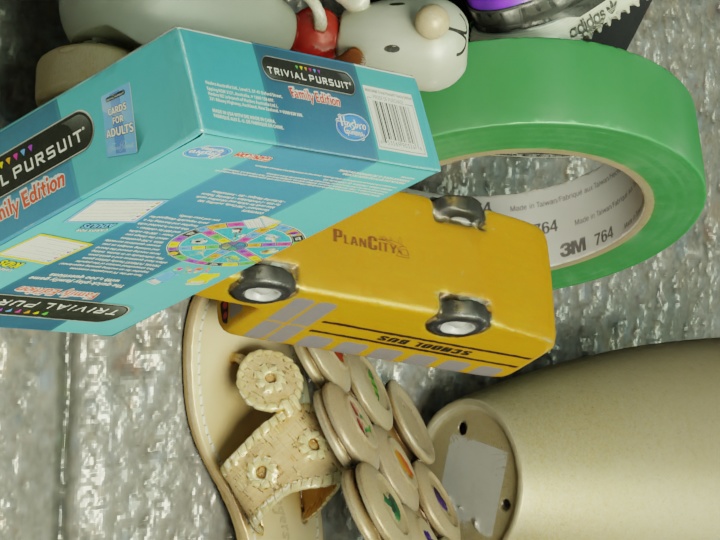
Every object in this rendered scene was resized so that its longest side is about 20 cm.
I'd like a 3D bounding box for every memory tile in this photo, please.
[{"bbox_3d":[0.023,0.118,1.241,0.153,0.017,0.200,48,17,-52],"label":"memory tile"}]

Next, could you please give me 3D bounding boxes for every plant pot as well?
[{"bbox_3d":[0.132,0.121,1.379,0.200,0.187,0.188,8,88,-38],"label":"plant pot"}]

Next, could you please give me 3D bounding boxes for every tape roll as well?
[{"bbox_3d":[0.069,-0.047,1.242,0.200,0.200,0.048,28,51,-49],"label":"tape roll"}]

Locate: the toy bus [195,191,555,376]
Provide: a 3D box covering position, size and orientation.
[{"bbox_3d":[0.000,0.000,1.200,0.200,0.078,0.065,10,65,-29],"label":"toy bus"}]

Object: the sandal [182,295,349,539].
[{"bbox_3d":[-0.030,0.107,1.234,0.078,0.070,0.212,-18,108,-43],"label":"sandal"}]

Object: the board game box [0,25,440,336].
[{"bbox_3d":[-0.092,-0.031,1.043,0.151,0.200,0.047,7,64,-52],"label":"board game box"}]

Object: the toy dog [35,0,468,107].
[{"bbox_3d":[-0.050,-0.121,1.103,0.200,0.096,0.132,-17,80,-14],"label":"toy dog"}]

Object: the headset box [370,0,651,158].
[{"bbox_3d":[0.083,-0.191,1.332,0.174,0.093,0.200,56,52,-39],"label":"headset box"}]

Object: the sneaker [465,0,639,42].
[{"bbox_3d":[0.115,-0.184,1.241,0.200,0.069,0.100,-39,121,-44],"label":"sneaker"}]
